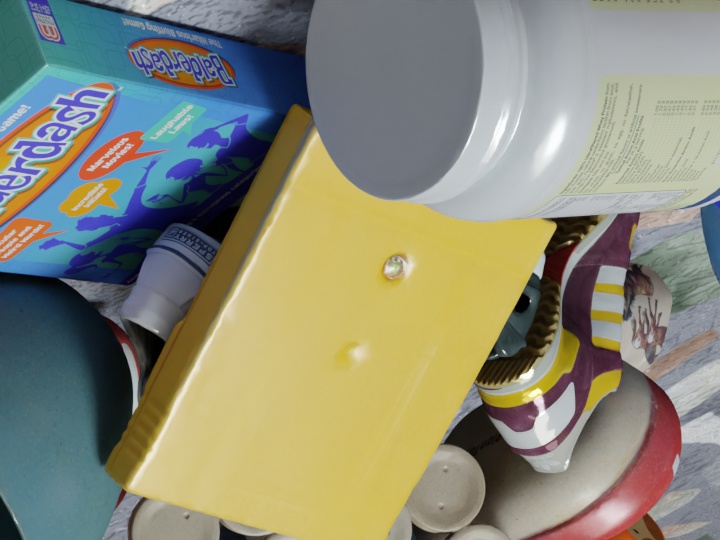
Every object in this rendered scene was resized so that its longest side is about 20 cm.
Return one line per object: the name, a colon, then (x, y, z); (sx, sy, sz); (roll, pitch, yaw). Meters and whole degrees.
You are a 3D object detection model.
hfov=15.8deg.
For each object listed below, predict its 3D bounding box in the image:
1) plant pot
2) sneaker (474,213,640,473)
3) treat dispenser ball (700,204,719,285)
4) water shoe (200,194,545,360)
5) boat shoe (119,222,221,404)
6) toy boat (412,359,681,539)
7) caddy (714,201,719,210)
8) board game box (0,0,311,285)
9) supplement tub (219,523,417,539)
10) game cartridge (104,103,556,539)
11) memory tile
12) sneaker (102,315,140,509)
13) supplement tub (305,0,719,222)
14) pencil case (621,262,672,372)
plant pot: (-0.191, 0.073, 1.291); (0.135, 0.200, 0.200); (-43, 172, -36)
sneaker: (0.115, 0.022, 1.459); (0.075, 0.200, 0.090); (-2, 132, 32)
treat dispenser ball: (0.292, -0.039, 1.464); (0.200, 0.201, 0.201); (-20, 158, -9)
water shoe: (0.000, 0.000, 1.340); (0.200, 0.079, 0.071); (10, 171, -13)
boat shoe: (-0.085, 0.054, 1.317); (0.065, 0.073, 0.200); (-52, 150, -23)
toy boat: (0.126, 0.138, 1.539); (0.131, 0.131, 0.200); (34, 146, -13)
caddy: (0.247, -0.104, 1.311); (0.200, 0.141, 0.105); (-53, 162, 8)
board game box: (-0.132, -0.056, 1.210); (0.152, 0.045, 0.200); (-37, 154, 29)
supplement tub: (-0.048, 0.143, 1.535); (0.140, 0.200, 0.140); (-20, 158, -8)
game cartridge: (-0.013, 0.035, 1.273); (0.176, 0.032, 0.200); (21, 102, -42)
memory tile: (-0.018, 0.155, 1.432); (0.200, 0.154, 0.017); (-27, -176, -18)
sneaker: (-0.190, 0.117, 1.393); (0.115, 0.078, 0.200); (8, 100, -59)
supplement tub: (0.089, -0.097, 1.206); (0.200, 0.145, 0.145); (-4, 151, -40)
pencil case: (0.103, 0.032, 1.597); (0.200, 0.078, 0.089); (2, 149, -47)
